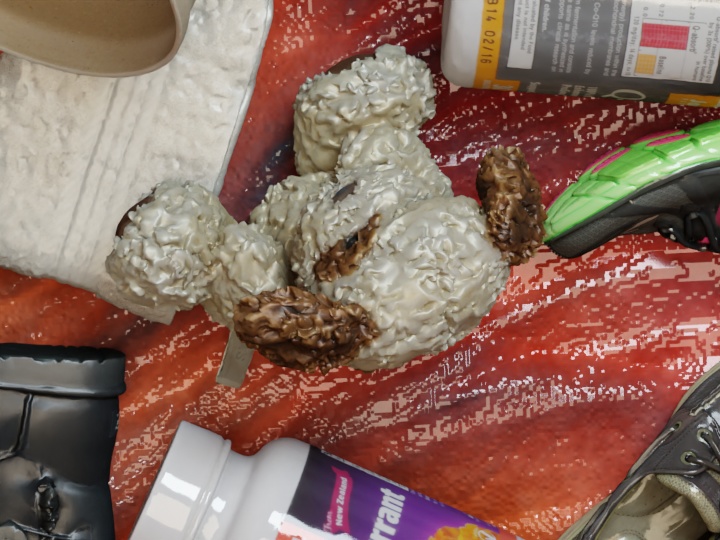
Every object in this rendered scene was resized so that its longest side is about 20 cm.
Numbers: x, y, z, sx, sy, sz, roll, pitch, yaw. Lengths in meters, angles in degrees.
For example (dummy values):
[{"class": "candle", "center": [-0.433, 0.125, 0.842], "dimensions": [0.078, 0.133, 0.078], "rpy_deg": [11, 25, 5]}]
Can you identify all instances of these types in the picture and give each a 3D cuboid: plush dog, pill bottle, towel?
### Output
[{"class": "plush dog", "center": [0.000, 0.000, 1.149], "dimensions": [0.200, 0.172, 0.161], "rpy_deg": [-35, 112, -18]}, {"class": "pill bottle", "center": [0.143, -0.141, 1.164], "dimensions": [0.200, 0.116, 0.117], "rpy_deg": [5, 99, 0]}, {"class": "towel", "center": [-0.128, -0.085, 1.215], "dimensions": [0.132, 0.034, 0.200], "rpy_deg": [19, 97, -1]}, {"class": "pill bottle", "center": [-0.018, 0.154, 1.211], "dimensions": [0.200, 0.111, 0.112], "rpy_deg": [24, 98, -3]}]

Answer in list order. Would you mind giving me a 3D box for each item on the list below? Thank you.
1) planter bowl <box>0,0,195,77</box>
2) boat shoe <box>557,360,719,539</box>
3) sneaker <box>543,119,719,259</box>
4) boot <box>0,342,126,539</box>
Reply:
[{"class": "planter bowl", "center": [-0.147, -0.203, 1.104], "dimensions": [0.200, 0.200, 0.135], "rpy_deg": [27, 68, -4]}, {"class": "boat shoe", "center": [0.177, 0.116, 1.228], "dimensions": [0.073, 0.065, 0.200], "rpy_deg": [40, 96, -4]}, {"class": "sneaker", "center": [0.189, -0.036, 1.201], "dimensions": [0.200, 0.077, 0.084], "rpy_deg": [-15, 99, 5]}, {"class": "boot", "center": [-0.220, 0.121, 1.224], "dimensions": [0.200, 0.076, 0.168], "rpy_deg": [4, 95, -6]}]
